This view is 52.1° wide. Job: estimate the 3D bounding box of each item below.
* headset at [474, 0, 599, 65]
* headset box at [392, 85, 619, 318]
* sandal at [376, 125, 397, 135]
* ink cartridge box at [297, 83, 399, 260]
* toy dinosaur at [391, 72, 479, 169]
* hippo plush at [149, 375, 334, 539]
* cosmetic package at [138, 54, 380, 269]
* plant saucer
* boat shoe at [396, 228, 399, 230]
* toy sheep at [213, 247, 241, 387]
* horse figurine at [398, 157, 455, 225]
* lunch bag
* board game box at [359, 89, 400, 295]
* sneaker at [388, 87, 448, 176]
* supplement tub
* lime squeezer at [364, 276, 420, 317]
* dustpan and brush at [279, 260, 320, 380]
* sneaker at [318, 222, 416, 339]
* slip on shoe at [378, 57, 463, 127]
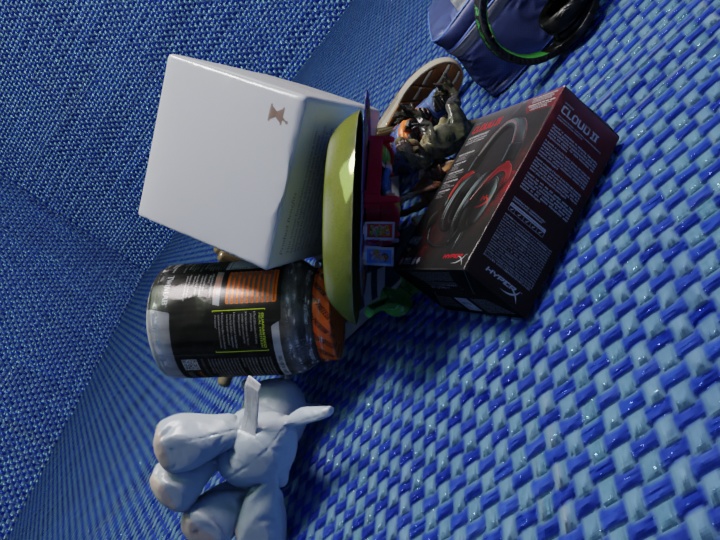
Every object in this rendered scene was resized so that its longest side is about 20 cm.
[{"bbox_3d":[0.219,-0.307,0.794,0.197,0.125,0.094,-33,22,3],"label":"headset"},{"bbox_3d":[0.130,-0.066,0.665,0.203,0.074,0.148,-59,18,-10],"label":"headset box"},{"bbox_3d":[0.045,-0.163,0.997,0.079,0.056,0.200,-9,6,10],"label":"sandal"},{"bbox_3d":[-0.058,-0.127,1.045,0.145,0.198,0.147,-47,19,26],"label":"ink cartridge box"},{"bbox_3d":[0.091,-0.158,0.776,0.197,0.088,0.048,-27,-29,-33],"label":"toy dinosaur"},{"bbox_3d":[-0.123,0.169,0.769,0.161,0.155,0.204,-78,8,-73],"label":"hippo plush"},{"bbox_3d":[-0.101,-0.119,0.794,0.199,0.163,0.172,-18,-54,-67],"label":"cosmetic package"},{"bbox_3d":[-0.015,-0.050,0.713,0.200,0.030,0.206,1,-90,-87],"label":"plant saucer"},{"bbox_3d":[-0.041,-0.076,0.960,0.073,0.195,0.063,74,-149,-62],"label":"boat shoe"},{"bbox_3d":[-0.140,0.048,0.923,0.204,0.135,0.138,-66,18,6],"label":"toy sheep"},{"bbox_3d":[0.087,-0.095,0.828,0.131,0.051,0.200,-31,6,-13],"label":"horse figurine"},{"bbox_3d":[0.163,-0.342,0.958,0.136,0.131,0.202,-45,22,25],"label":"lunch bag"},{"bbox_3d":[0.023,-0.077,0.750,0.158,0.038,0.206,-55,-33,-84],"label":"board game box"},{"bbox_3d":[0.074,-0.166,0.892,0.078,0.076,0.199,-29,4,34],"label":"sneaker"},{"bbox_3d":[-0.119,0.051,0.796,0.194,0.125,0.124,-2,36,9],"label":"supplement tub"},{"bbox_3d":[0.051,0.003,0.765,0.200,0.037,0.072,-45,-34,-40],"label":"lime squeezer"},{"bbox_3d":[-0.096,0.085,0.991,0.140,0.056,0.202,-49,36,24],"label":"dustpan and brush"},{"bbox_3d":[0.000,0.000,0.861,0.200,0.084,0.076,-45,20,22],"label":"sneaker"},{"bbox_3d":[0.076,-0.236,1.094,0.201,0.075,0.061,-53,23,30],"label":"slip on shoe"}]
